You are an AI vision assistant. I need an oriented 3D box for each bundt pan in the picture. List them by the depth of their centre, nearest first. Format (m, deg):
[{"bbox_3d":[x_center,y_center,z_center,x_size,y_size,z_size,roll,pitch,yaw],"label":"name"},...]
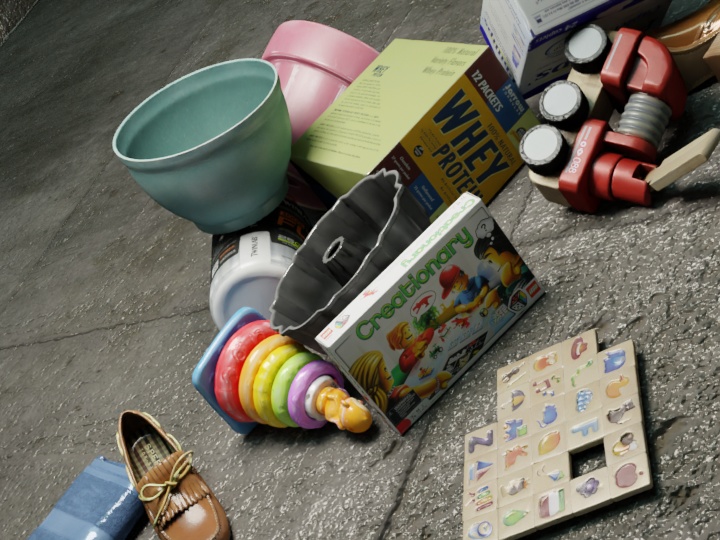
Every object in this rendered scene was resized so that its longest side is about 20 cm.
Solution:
[{"bbox_3d":[0.000,0.000,1.344,0.202,0.076,0.202,-45,20,22],"label":"bundt pan"}]

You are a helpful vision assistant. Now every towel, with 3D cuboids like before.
[{"bbox_3d":[-0.302,0.291,1.422,0.111,0.049,0.200,8,52,48],"label":"towel"}]

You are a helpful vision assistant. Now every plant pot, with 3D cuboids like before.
[{"bbox_3d":[-0.158,-0.127,1.509,0.199,0.135,0.201,-19,31,12],"label":"plant pot"},{"bbox_3d":[-0.056,-0.183,1.680,0.199,0.200,0.180,10,70,54],"label":"plant pot"}]

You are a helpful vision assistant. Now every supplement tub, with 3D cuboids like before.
[{"bbox_3d":[-0.112,-0.010,1.550,0.122,0.123,0.201,-31,30,14],"label":"supplement tub"}]

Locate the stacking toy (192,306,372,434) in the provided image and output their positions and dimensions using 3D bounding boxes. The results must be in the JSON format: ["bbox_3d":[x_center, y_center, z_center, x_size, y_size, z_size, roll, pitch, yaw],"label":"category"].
[{"bbox_3d":[-0.061,0.120,1.349,0.199,0.116,0.110,16,62,43],"label":"stacking toy"}]

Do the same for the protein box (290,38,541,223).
[{"bbox_3d":[0.061,-0.142,1.522,0.200,0.135,0.198,-47,29,-14],"label":"protein box"}]

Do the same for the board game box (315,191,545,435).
[{"bbox_3d":[0.068,0.041,1.265,0.200,0.126,0.035,-44,29,-8],"label":"board game box"}]

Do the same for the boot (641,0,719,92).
[{"bbox_3d":[0.364,-0.255,1.405,0.199,0.074,0.155,12,55,45],"label":"boot"}]

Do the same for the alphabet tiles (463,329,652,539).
[{"bbox_3d":[0.160,0.135,1.133,0.166,0.008,0.201,-26,31,23],"label":"alphabet tiles"}]

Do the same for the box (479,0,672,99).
[{"bbox_3d":[0.231,-0.289,1.432,0.183,0.106,0.200,-25,-11,-3],"label":"box"}]

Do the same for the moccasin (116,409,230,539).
[{"bbox_3d":[-0.191,0.211,1.349,0.073,0.078,0.202,-30,45,-6],"label":"moccasin"}]

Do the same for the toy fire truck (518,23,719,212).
[{"bbox_3d":[0.272,-0.142,1.303,0.199,0.129,0.177,19,77,33],"label":"toy fire truck"}]
